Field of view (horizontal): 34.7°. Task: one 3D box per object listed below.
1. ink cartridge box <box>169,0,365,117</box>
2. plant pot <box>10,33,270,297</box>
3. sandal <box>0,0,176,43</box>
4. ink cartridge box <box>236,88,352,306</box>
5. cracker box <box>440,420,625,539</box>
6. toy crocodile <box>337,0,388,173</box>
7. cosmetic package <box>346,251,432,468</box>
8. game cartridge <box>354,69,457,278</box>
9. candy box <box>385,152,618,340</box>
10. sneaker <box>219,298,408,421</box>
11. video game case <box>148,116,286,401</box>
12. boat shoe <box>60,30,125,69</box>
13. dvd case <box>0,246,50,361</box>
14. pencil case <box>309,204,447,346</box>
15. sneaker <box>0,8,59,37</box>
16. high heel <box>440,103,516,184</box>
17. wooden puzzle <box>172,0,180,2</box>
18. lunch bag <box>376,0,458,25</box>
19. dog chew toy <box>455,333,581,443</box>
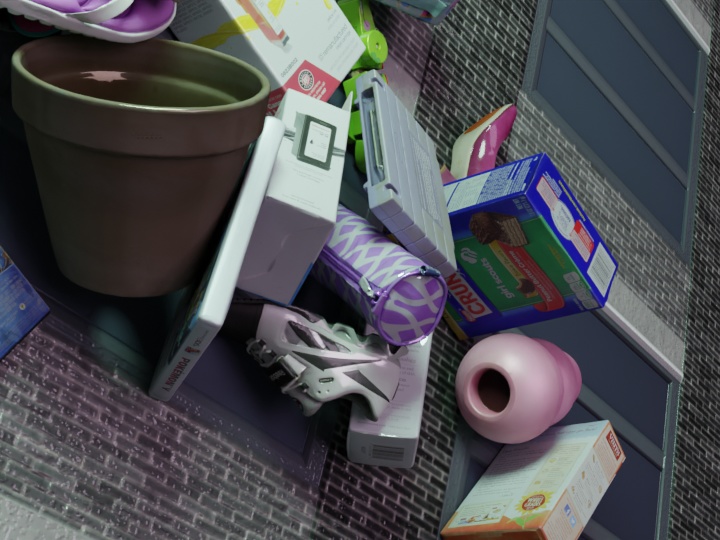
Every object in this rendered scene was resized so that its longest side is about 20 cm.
[{"bbox_3d":[-0.103,-0.253,1.147,0.200,0.083,0.145,53,46,-24],"label":"ink cartridge box"},{"bbox_3d":[-0.179,-0.080,0.924,0.200,0.200,0.174,-21,127,-49],"label":"plant pot"},{"bbox_3d":[-0.212,-0.226,0.909,0.202,0.050,0.083,-12,78,-53],"label":"sandal"},{"bbox_3d":[-0.064,-0.082,1.062,0.068,0.116,0.200,21,41,-13],"label":"ink cartridge box"},{"bbox_3d":[0.196,0.251,1.291,0.200,0.134,0.058,-43,110,-46],"label":"cracker box"},{"bbox_3d":[0.007,-0.204,1.271,0.062,0.067,0.201,-7,86,-54],"label":"toy crocodile"},{"bbox_3d":[0.035,0.089,1.175,0.102,0.074,0.200,93,4,-63],"label":"cosmetic package"},{"bbox_3d":[0.044,-0.096,1.157,0.130,0.038,0.200,51,23,-40],"label":"game cartridge"},{"bbox_3d":[0.154,-0.022,1.278,0.169,0.200,0.077,52,47,-23],"label":"candy box"},{"bbox_3d":[-0.057,0.085,1.066,0.200,0.074,0.089,19,73,-10],"label":"sneaker"},{"bbox_3d":[-0.123,-0.007,0.983,0.023,0.182,0.200,22,59,-12],"label":"video game case"},{"bbox_3d":[-0.222,-0.263,1.031,0.071,0.064,0.201,15,67,-45],"label":"boat shoe"},{"bbox_3d":[-0.337,-0.002,0.856,0.200,0.018,0.143,57,44,-21],"label":"dvd case"},{"bbox_3d":[0.000,0.000,1.105,0.085,0.200,0.084,3,110,-34],"label":"pencil case"},{"bbox_3d":[-0.270,-0.261,0.961,0.200,0.084,0.121,-41,108,-45],"label":"sneaker"},{"bbox_3d":[0.151,-0.119,1.405,0.096,0.067,0.200,50,60,-12],"label":"high heel"},{"bbox_3d":[-0.202,-0.333,0.968,0.185,0.046,0.200,42,22,-26],"label":"wooden puzzle"},{"bbox_3d":[0.030,-0.356,1.287,0.200,0.077,0.161,5,43,-50],"label":"lunch bag"},{"bbox_3d":[0.196,0.133,1.344,0.200,0.124,0.125,0,78,-56],"label":"dog chew toy"}]
